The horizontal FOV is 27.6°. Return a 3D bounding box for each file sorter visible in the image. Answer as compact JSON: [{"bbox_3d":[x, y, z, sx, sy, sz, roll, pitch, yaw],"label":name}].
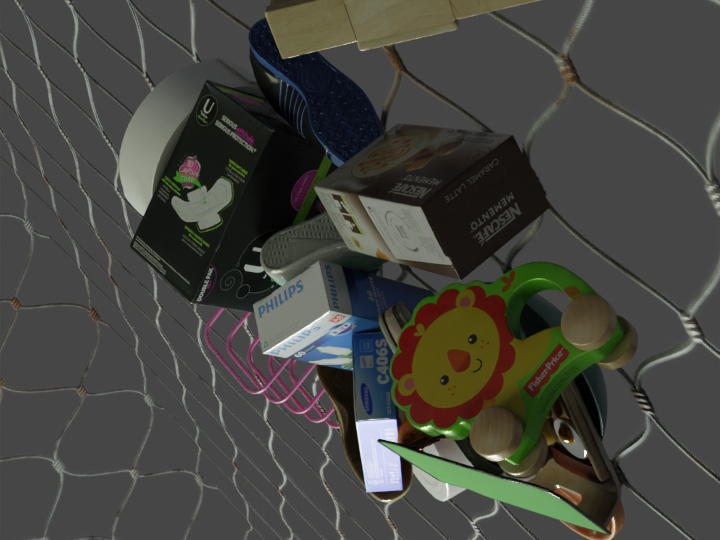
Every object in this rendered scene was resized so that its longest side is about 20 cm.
[{"bbox_3d":[-0.073,0.095,1.784,0.139,0.126,0.199,46,-171,36],"label":"file sorter"}]

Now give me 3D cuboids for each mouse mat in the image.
[{"bbox_3d":[0.127,0.203,1.381,0.198,0.008,0.161,14,165,33],"label":"mouse mat"}]

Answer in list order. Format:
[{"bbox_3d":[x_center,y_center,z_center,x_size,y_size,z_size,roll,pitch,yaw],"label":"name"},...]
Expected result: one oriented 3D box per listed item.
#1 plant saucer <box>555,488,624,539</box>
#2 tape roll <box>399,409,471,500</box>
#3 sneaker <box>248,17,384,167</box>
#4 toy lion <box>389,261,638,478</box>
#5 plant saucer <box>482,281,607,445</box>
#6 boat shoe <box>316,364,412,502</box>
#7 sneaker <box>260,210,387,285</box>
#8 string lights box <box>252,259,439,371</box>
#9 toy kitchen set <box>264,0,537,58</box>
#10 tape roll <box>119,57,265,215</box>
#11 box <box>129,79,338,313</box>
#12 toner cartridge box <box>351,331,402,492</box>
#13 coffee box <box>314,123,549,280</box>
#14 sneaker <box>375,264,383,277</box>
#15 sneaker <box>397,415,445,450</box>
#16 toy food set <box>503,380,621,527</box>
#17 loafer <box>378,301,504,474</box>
[{"bbox_3d":[0.212,0.205,1.589,0.200,0.032,0.201,47,161,21],"label":"plant saucer"},{"bbox_3d":[0.077,0.158,1.688,0.204,0.070,0.203,58,167,21],"label":"tape roll"},{"bbox_3d":[-0.042,-0.165,1.475,0.201,0.070,0.078,53,167,19],"label":"sneaker"},{"bbox_3d":[0.122,0.073,1.321,0.068,0.201,0.192,34,-172,-47],"label":"toy lion"},{"bbox_3d":[0.178,0.088,1.437,0.200,0.036,0.201,46,158,25],"label":"plant saucer"},{"bbox_3d":[0.010,0.177,1.660,0.063,0.072,0.202,71,177,-57],"label":"boat shoe"},{"bbox_3d":[0.009,-0.020,1.515,0.118,0.198,0.075,44,-145,-52],"label":"sneaker"},{"bbox_3d":[-0.003,0.053,1.507,0.102,0.199,0.060,-32,59,34],"label":"string lights box"},{"bbox_3d":[0.021,-0.277,0.984,0.164,0.197,0.182,-86,-20,-47],"label":"toy kitchen set"},{"bbox_3d":[-0.165,-0.128,1.623,0.071,0.202,0.204,37,157,38],"label":"tape roll"},{"bbox_3d":[-0.122,-0.074,1.553,0.124,0.202,0.148,38,-163,36],"label":"box"},{"bbox_3d":[0.019,0.150,1.517,0.201,0.043,0.096,84,-178,-61],"label":"toner cartridge box"},{"bbox_3d":[0.060,-0.067,1.324,0.080,0.114,0.199,60,161,-22],"label":"coffee box"},{"bbox_3d":[0.000,0.000,1.609,0.073,0.071,0.202,54,150,37],"label":"sneaker"},{"bbox_3d":[0.074,0.129,1.483,0.078,0.072,0.200,60,-157,-3],"label":"sneaker"},{"bbox_3d":[0.163,0.150,1.429,0.143,0.060,0.202,16,137,60],"label":"toy food set"},{"bbox_3d":[0.094,0.102,1.405,0.072,0.063,0.201,10,-140,-57],"label":"loafer"}]
